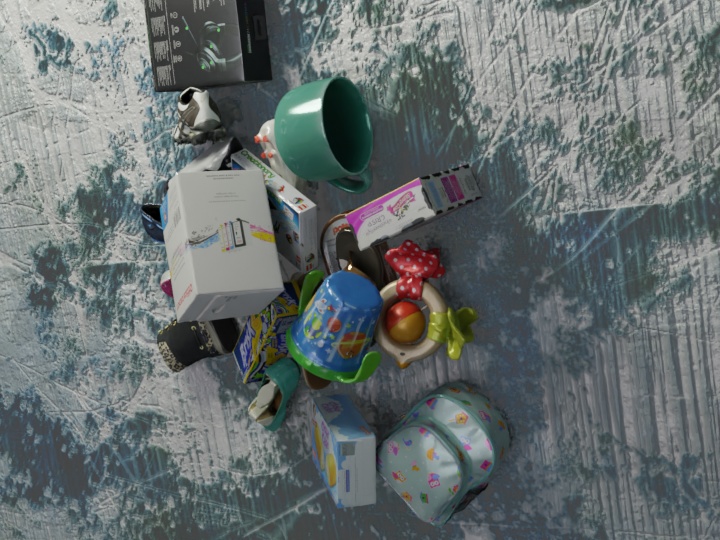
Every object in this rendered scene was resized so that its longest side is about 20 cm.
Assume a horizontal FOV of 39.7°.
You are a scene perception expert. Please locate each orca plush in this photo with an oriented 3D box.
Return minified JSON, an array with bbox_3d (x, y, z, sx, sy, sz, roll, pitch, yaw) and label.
[{"bbox_3d":[-0.261,-0.160,1.729,0.199,0.106,0.071,-35,116,26],"label":"orca plush"}]

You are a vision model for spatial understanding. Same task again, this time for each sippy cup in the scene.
[{"bbox_3d":[-0.031,0.078,1.538,0.177,0.140,0.131,31,121,8],"label":"sippy cup"}]

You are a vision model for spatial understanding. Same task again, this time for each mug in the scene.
[{"bbox_3d":[-0.063,-0.202,1.570,0.113,0.152,0.187,-6,99,31],"label":"mug"}]

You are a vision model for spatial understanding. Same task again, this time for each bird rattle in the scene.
[{"bbox_3d":[0.086,0.062,1.559,0.163,0.113,0.201,-37,87,11],"label":"bird rattle"}]

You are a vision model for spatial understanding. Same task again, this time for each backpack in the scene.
[{"bbox_3d":[0.131,0.285,1.581,0.176,0.153,0.200,46,110,17],"label":"backpack"}]

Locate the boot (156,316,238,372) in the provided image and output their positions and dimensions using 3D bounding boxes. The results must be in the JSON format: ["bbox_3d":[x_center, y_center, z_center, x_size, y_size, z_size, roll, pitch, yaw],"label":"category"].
[{"bbox_3d":[-0.320,0.077,1.809,0.153,0.073,0.205,-26,87,32],"label":"boot"}]

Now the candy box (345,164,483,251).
[{"bbox_3d":[0.083,-0.097,1.490,0.136,0.200,0.061,-25,90,28],"label":"candy box"}]

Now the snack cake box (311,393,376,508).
[{"bbox_3d":[-0.030,0.292,1.638,0.066,0.200,0.116,-5,103,-13],"label":"snack cake box"}]

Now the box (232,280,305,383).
[{"bbox_3d":[-0.154,0.107,1.688,0.070,0.064,0.201,64,144,30],"label":"box"}]

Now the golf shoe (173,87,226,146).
[{"bbox_3d":[-0.271,-0.258,1.667,0.200,0.077,0.095,13,116,65],"label":"golf shoe"}]

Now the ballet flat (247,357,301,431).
[{"bbox_3d":[-0.160,0.223,1.724,0.067,0.070,0.201,47,139,20],"label":"ballet flat"}]

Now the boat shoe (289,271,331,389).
[{"bbox_3d":[-0.084,0.101,1.702,0.064,0.071,0.202,9,105,60],"label":"boat shoe"}]

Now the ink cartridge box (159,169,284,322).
[{"bbox_3d":[-0.221,-0.037,1.571,0.147,0.143,0.202,139,123,-61],"label":"ink cartridge box"}]

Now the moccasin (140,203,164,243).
[{"bbox_3d":[-0.312,-0.078,1.718,0.198,0.081,0.069,3,135,34],"label":"moccasin"}]

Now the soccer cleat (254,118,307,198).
[{"bbox_3d":[-0.111,-0.156,1.657,0.069,0.077,0.202,16,127,53],"label":"soccer cleat"}]

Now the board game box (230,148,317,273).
[{"bbox_3d":[-0.142,-0.099,1.638,0.200,0.034,0.127,40,144,35],"label":"board game box"}]

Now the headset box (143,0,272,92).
[{"bbox_3d":[-0.249,-0.393,1.657,0.198,0.093,0.176,-2,100,27],"label":"headset box"}]

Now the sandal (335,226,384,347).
[{"bbox_3d":[-0.007,0.032,1.607,0.081,0.054,0.202,5,104,25],"label":"sandal"}]

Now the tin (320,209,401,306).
[{"bbox_3d":[0.000,0.000,1.648,0.111,0.042,0.202,-16,93,25],"label":"tin"}]

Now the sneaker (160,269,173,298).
[{"bbox_3d":[-0.251,-0.011,1.724,0.198,0.082,0.089,-18,49,-5],"label":"sneaker"}]
